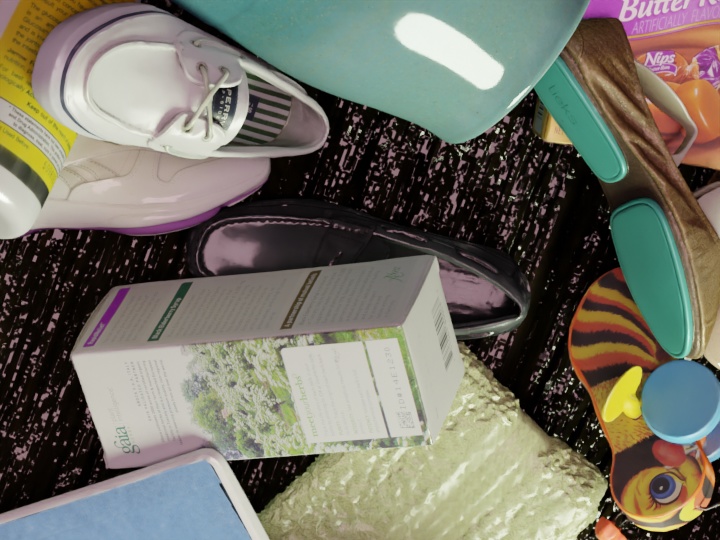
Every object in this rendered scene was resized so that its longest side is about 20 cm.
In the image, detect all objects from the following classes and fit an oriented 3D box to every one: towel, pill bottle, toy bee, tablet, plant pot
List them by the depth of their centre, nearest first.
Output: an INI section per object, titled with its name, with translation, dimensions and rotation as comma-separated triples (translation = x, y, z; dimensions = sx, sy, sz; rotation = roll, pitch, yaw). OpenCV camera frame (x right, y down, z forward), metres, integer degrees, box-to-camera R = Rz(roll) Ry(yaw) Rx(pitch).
[pill bottle]
translation = -0.185, -0.128, 1.402
dimensions = 0.112, 0.112, 0.201
rotation = 27, 74, -9
[plant pot]
translation = 0.019, -0.174, 1.419
dimensions = 0.188, 0.200, 0.200
rotation = 37, 94, -16
[toy bee]
translation = 0.165, 0.100, 1.492
dimensions = 0.108, 0.200, 0.131
rotation = -35, 134, 2
[tablet]
translation = -0.137, 0.180, 1.502
dimensions = 0.199, 0.014, 0.131
rotation = -19, 108, 25
[towel]
translation = 0.031, 0.148, 1.538
dimensions = 0.148, 0.037, 0.200
rotation = 43, 102, -15

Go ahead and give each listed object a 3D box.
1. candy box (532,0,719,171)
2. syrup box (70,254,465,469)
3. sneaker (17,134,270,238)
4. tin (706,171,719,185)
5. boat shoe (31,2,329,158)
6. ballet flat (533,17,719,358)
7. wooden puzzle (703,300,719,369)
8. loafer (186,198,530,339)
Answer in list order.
[candy box]
translation = 0.174, -0.164, 1.500
dimensions = 0.116, 0.056, 0.201
rotation = 9, 97, -6
[syrup box]
translation = -0.052, 0.051, 1.459
dimensions = 0.199, 0.082, 0.079
rotation = -5, 118, 20
[sneaker]
translation = -0.149, -0.070, 1.474
dimensions = 0.198, 0.075, 0.100
rotation = -2, 100, -5
[tin]
translation = 0.288, -0.048, 1.540
dimensions = 0.200, 0.042, 0.112
rotation = -36, 96, 1
[boat shoe]
translation = -0.087, -0.097, 1.392
dimensions = 0.067, 0.200, 0.074
rotation = 22, 103, 32
[ballet flat]
translation = 0.163, -0.053, 1.461
dimensions = 0.072, 0.068, 0.201
rotation = -29, 92, -25
[wooden puzzle]
translation = 0.307, 0.002, 1.506
dimensions = 0.199, 0.037, 0.185
rotation = 24, 110, -36
[loafer]
translation = 0.000, 0.000, 1.502
dimensions = 0.199, 0.070, 0.069
rotation = 9, 98, -7
